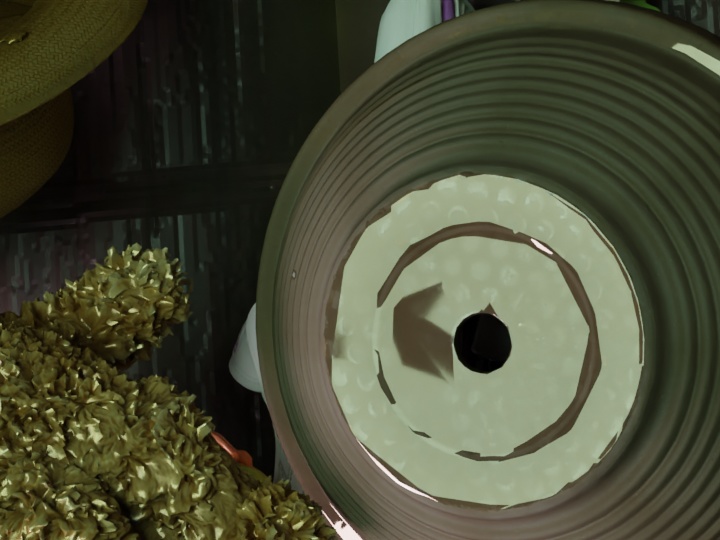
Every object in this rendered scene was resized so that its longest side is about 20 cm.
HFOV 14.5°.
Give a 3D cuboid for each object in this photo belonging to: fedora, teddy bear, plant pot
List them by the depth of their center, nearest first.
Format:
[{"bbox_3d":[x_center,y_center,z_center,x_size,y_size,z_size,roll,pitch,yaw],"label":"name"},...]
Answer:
[{"bbox_3d":[0.051,0.019,0.843,0.201,0.093,0.201,1,94,20],"label":"plant pot"},{"bbox_3d":[-0.100,0.050,0.861,0.145,0.067,0.200,-26,65,-16],"label":"teddy bear"},{"bbox_3d":[-0.164,-0.060,0.965,0.201,0.201,0.082,7,130,25],"label":"fedora"}]

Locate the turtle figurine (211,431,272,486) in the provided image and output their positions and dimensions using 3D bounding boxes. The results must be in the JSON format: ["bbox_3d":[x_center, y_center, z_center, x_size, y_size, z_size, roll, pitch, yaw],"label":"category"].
[{"bbox_3d":[-0.062,0.104,0.956,0.200,0.064,0.161,35,139,8],"label":"turtle figurine"}]

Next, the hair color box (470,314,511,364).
[{"bbox_3d":[0.145,0.011,0.891,0.200,0.061,0.100,20,99,24],"label":"hair color box"}]

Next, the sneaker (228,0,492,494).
[{"bbox_3d":[0.000,0.000,0.951,0.100,0.075,0.200,5,92,24],"label":"sneaker"}]

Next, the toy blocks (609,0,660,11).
[{"bbox_3d":[0.035,-0.172,0.904,0.200,0.100,0.137,22,94,-9],"label":"toy blocks"}]
